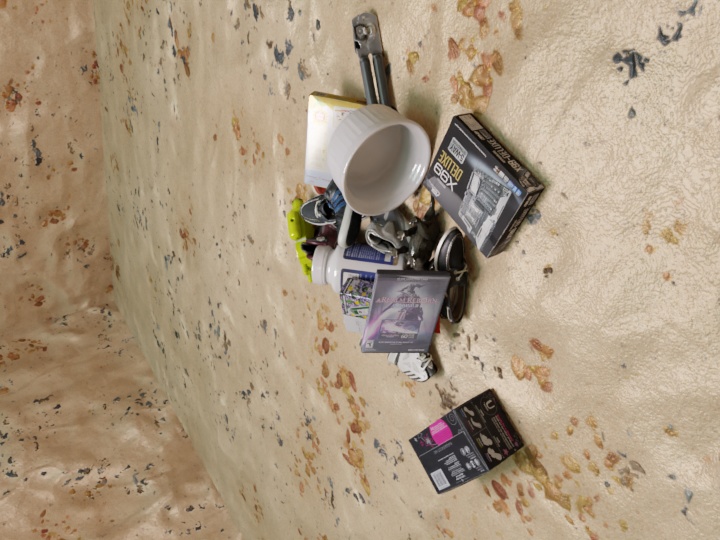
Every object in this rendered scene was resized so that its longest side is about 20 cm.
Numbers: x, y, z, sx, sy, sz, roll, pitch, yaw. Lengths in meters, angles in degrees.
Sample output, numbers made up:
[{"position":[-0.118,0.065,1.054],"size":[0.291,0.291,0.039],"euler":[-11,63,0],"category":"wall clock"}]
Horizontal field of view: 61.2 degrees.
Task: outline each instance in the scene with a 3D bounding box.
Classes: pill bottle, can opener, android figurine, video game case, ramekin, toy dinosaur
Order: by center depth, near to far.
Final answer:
[{"position":[0.083,0.083,1.166],"size":[0.019,0.139,0.203],"euler":[-102,18,-49],"category":"video game case"},{"position":[0.030,-0.217,1.174],"size":[0.098,0.197,0.204],"euler":[51,141,39],"category":"ramekin"},{"position":[0.120,-0.060,1.205],"size":[0.076,0.101,0.205],"euler":[9,99,40],"category":"toy dinosaur"},{"position":[0.022,-0.414,1.235],"size":[0.067,0.052,0.205],"euler":[-117,16,-79],"category":"can opener"},{"position":[0.000,0.000,1.297],"size":[0.195,0.111,0.113],"euler":[8,118,9],"category":"pill bottle"},{"position":[-0.139,-0.072,1.522],"size":[0.183,0.040,0.204],"euler":[62,-162,-66],"category":"android figurine"}]

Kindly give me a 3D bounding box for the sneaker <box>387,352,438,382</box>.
[{"position":[0.135,0.162,1.314],"size":[0.115,0.075,0.203],"euler":[40,139,22],"category":"sneaker"}]

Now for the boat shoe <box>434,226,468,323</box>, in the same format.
[{"position":[0.179,0.013,1.167],"size":[0.060,0.073,0.204],"euler":[37,135,40],"category":"boat shoe"}]

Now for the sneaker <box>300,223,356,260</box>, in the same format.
[{"position":[-0.097,-0.070,1.432],"size":[0.199,0.113,0.078],"euler":[25,119,61],"category":"sneaker"}]

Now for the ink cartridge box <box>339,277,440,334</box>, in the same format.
[{"position":[0.060,0.086,1.224],"size":[0.196,0.051,0.111],"euler":[11,134,22],"category":"ink cartridge box"}]

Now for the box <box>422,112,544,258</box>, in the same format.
[{"position":[0.208,-0.150,1.072],"size":[0.201,0.049,0.159],"euler":[54,142,25],"category":"box"}]

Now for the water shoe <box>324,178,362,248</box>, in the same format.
[{"position":[-0.038,-0.142,1.286],"size":[0.077,0.072,0.205],"euler":[2,70,19],"category":"water shoe"}]

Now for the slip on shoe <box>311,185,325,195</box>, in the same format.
[{"position":[-0.070,-0.257,1.406],"size":[0.061,0.073,0.203],"euler":[42,131,31],"category":"slip on shoe"}]

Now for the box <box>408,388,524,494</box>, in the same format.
[{"position":[0.211,0.350,1.235],"size":[0.134,0.113,0.201],"euler":[59,145,16],"category":"box"}]

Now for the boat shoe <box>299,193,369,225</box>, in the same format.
[{"position":[-0.069,-0.145,1.402],"size":[0.196,0.060,0.078],"euler":[-5,88,33],"category":"boat shoe"}]

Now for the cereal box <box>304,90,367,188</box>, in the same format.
[{"position":[-0.048,-0.275,1.329],"size":[0.141,0.040,0.204],"euler":[14,122,10],"category":"cereal box"}]

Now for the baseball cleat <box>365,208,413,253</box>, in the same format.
[{"position":[0.039,-0.112,1.275],"size":[0.201,0.105,0.071],"euler":[50,143,35],"category":"baseball cleat"}]

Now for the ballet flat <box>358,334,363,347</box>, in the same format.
[{"position":[0.053,0.119,1.418],"size":[0.200,0.066,0.064],"euler":[-48,38,48],"category":"ballet flat"}]
